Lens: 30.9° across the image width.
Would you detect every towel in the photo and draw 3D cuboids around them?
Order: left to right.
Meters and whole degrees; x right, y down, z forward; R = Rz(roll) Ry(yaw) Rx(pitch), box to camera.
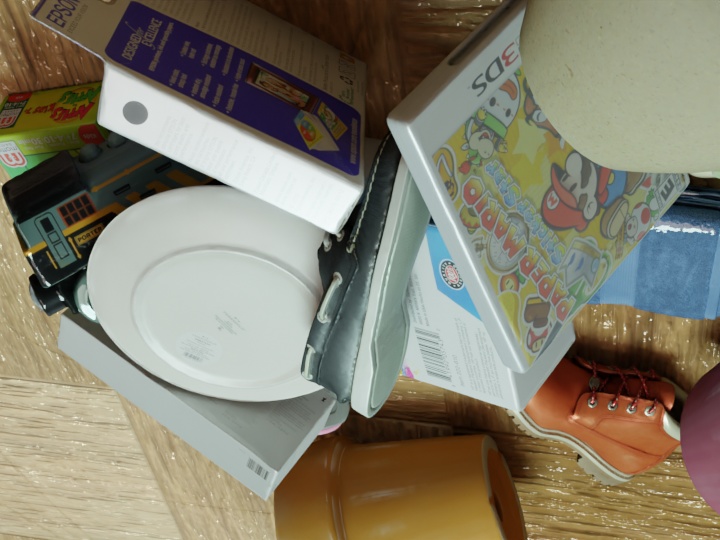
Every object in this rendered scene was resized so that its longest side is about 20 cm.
[{"bbox_3d":[0.174,-0.020,0.910,0.197,0.049,0.112,7,140,11],"label":"towel"}]

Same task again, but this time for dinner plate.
[{"bbox_3d":[-0.085,0.027,0.862,0.197,0.024,0.202,4,135,4],"label":"dinner plate"}]

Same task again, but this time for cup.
[{"bbox_3d":[0.164,-0.128,0.657,0.199,0.202,0.143,34,137,-21],"label":"cup"}]

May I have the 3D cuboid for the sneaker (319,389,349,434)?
[{"bbox_3d":[-0.105,0.098,1.146,0.198,0.080,0.095,16,164,1],"label":"sneaker"}]

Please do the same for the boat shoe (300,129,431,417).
[{"bbox_3d":[0.000,0.000,0.780,0.060,0.076,0.202,22,123,17],"label":"boat shoe"}]

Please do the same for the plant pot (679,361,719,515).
[{"bbox_3d":[0.325,0.108,0.911,0.198,0.202,0.179,24,156,-10],"label":"plant pot"}]

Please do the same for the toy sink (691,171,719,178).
[{"bbox_3d":[0.279,-0.073,0.757,0.197,0.113,0.131,-1,138,21],"label":"toy sink"}]

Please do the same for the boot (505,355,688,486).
[{"bbox_3d":[0.188,0.096,1.032,0.199,0.076,0.107,33,136,-33],"label":"boot"}]

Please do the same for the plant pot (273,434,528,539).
[{"bbox_3d":[0.046,0.231,1.159,0.181,0.202,0.201,-19,132,15],"label":"plant pot"}]

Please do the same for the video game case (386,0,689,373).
[{"bbox_3d":[0.115,-0.069,0.768,0.023,0.182,0.201,22,150,46],"label":"video game case"}]

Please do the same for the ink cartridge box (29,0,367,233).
[{"bbox_3d":[-0.089,-0.120,0.769,0.198,0.199,0.044,27,116,-13],"label":"ink cartridge box"}]

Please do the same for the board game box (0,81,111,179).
[{"bbox_3d":[-0.190,-0.050,1.001,0.100,0.048,0.201,-4,137,23],"label":"board game box"}]

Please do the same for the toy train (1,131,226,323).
[{"bbox_3d":[-0.151,-0.047,0.908,0.198,0.085,0.115,-29,123,-7],"label":"toy train"}]

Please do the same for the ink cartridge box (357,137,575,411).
[{"bbox_3d":[0.033,-0.006,0.885,0.198,0.085,0.146,14,135,35],"label":"ink cartridge box"}]

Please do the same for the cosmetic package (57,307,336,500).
[{"bbox_3d":[-0.124,0.077,0.976,0.199,0.083,0.051,35,143,10],"label":"cosmetic package"}]
